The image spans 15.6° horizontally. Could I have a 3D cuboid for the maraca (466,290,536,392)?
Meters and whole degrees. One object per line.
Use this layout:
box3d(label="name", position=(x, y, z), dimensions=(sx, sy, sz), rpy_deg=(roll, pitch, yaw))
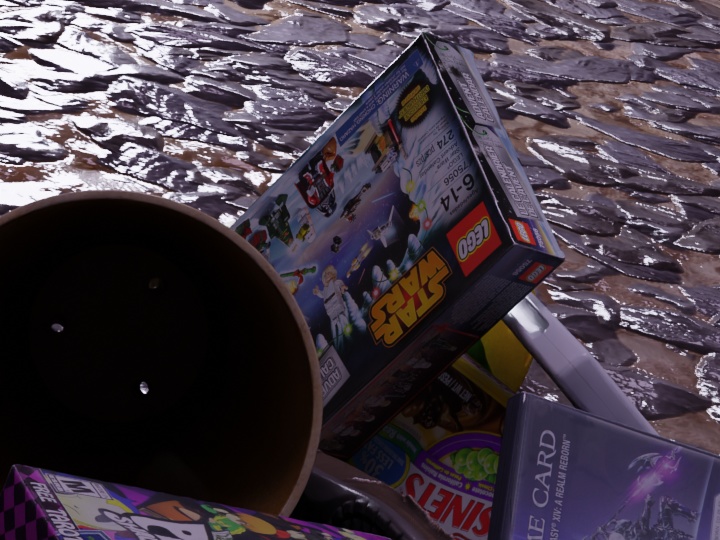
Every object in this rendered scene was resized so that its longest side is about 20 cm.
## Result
box3d(label="maraca", position=(0.042, 0.021, 1.405), dimensions=(0.107, 0.137, 0.200), rpy_deg=(-29, 0, -3))

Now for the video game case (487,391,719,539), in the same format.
box3d(label="video game case", position=(0.144, 0.147, 1.143), dimensions=(0.200, 0.143, 0.019), rpy_deg=(18, -25, -19))

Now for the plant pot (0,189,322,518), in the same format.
box3d(label="plant pot", position=(-0.116, 0.043, 1.227), dimensions=(0.186, 0.187, 0.200), rpy_deg=(12, 8, -6))

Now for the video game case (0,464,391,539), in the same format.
box3d(label="video game case", position=(-0.031, 0.145, 1.008), dimensions=(0.181, 0.036, 0.200), rpy_deg=(15, 14, -28))

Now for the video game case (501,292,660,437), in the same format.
box3d(label="video game case", position=(0.135, 0.088, 1.270), dimensions=(0.200, 0.022, 0.182), rpy_deg=(49, 2, -19))

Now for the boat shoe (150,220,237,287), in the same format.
box3d(label="boat shoe", position=(-0.044, 0.046, 1.400), dimensions=(0.066, 0.074, 0.200), rpy_deg=(-21, 38, -28))

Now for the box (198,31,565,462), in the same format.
box3d(label="box", position=(0.000, 0.000, 1.288), dimensions=(0.040, 0.200, 0.137), rpy_deg=(16, 40, -42))

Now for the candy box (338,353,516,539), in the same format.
box3d(label="candy box", position=(0.052, 0.106, 1.251), dimensions=(0.026, 0.102, 0.200), rpy_deg=(24, 10, -42))

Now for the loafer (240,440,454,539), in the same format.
box3d(label="loafer", position=(0.013, 0.127, 1.200), dimensions=(0.071, 0.073, 0.200), rpy_deg=(3, 20, -32))
